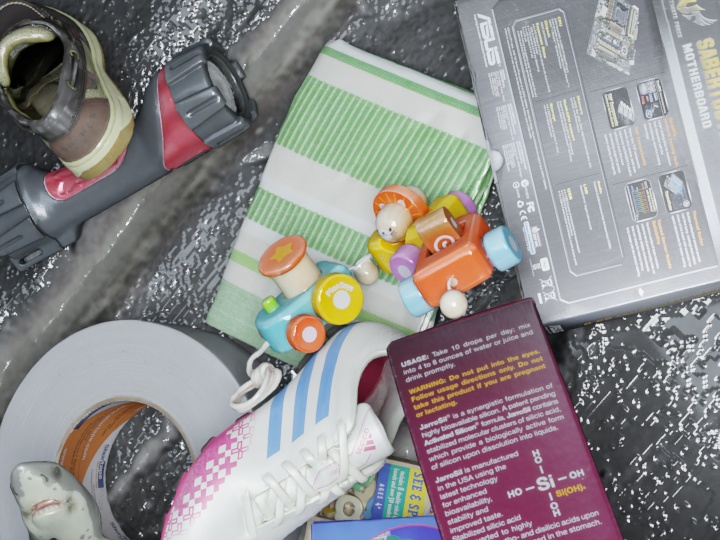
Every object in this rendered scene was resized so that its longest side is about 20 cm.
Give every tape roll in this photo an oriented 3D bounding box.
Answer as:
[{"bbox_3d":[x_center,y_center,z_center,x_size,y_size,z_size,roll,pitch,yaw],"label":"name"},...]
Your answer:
[{"bbox_3d":[-0.135,0.134,1.084,0.198,0.066,0.203,-2,84,22],"label":"tape roll"}]

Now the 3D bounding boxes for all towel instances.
[{"bbox_3d":[0.001,-0.031,1.067,0.151,0.023,0.202,24,96,23],"label":"towel"}]

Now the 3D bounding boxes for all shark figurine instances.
[{"bbox_3d":[-0.207,0.179,1.048,0.215,0.127,0.090,-50,43,29],"label":"shark figurine"}]

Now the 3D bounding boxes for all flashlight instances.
[{"bbox_3d":[-0.165,-0.078,1.115,0.198,0.068,0.068,-26,50,19],"label":"flashlight"}]

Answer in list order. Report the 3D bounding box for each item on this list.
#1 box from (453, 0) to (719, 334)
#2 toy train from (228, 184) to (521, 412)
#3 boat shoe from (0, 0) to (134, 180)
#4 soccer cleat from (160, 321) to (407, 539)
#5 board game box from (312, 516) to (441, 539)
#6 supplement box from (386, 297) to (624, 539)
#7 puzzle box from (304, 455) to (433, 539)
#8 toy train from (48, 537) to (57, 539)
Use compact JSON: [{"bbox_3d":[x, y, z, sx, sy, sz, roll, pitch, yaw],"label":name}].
[{"bbox_3d":[0.152,-0.079,0.981,0.156,0.048,0.203,-15,80,9],"label":"box"},{"bbox_3d":[0.000,0.000,0.973,0.199,0.151,0.056,-28,107,23],"label":"toy train"},{"bbox_3d":[-0.206,-0.134,1.098,0.073,0.065,0.200,-46,43,1],"label":"boat shoe"},{"bbox_3d":[-0.033,0.107,0.975,0.086,0.070,0.200,17,59,49],"label":"soccer cleat"},{"bbox_3d":[0.039,0.242,0.957,0.133,0.045,0.203,-7,70,23],"label":"board game box"},{"bbox_3d":[0.084,0.131,0.867,0.085,0.111,0.201,-18,51,1],"label":"supplement box"},{"bbox_3d":[0.021,0.217,1.035,0.132,0.025,0.203,9,89,22],"label":"puzzle box"},{"bbox_3d":[-0.129,0.245,0.959,0.200,0.085,0.114,42,109,6],"label":"toy train"}]
